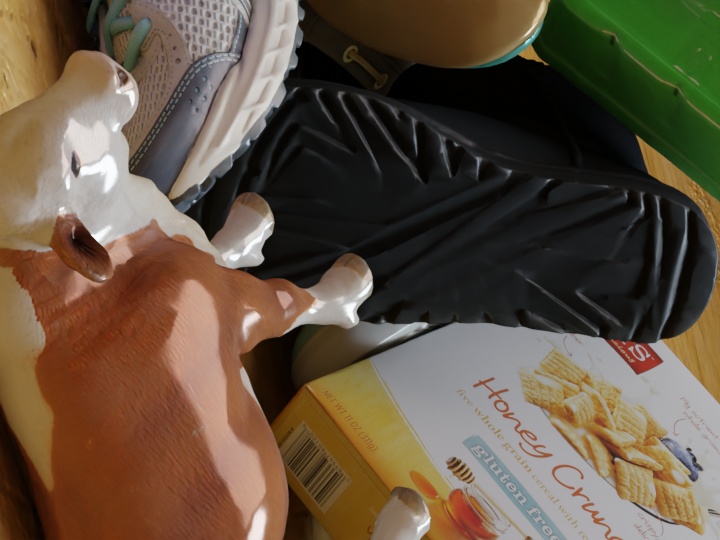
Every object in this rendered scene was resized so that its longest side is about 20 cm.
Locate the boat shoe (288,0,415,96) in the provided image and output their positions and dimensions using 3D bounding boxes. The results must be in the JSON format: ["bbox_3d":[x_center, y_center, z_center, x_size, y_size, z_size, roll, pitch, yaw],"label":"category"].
[{"bbox_3d":[-0.004,-0.091,1.074,0.072,0.060,0.202,39,-9,9],"label":"boat shoe"}]

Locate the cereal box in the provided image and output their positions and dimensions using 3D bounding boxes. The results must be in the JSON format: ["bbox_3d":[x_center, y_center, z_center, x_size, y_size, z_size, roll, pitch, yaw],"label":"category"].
[{"bbox_3d":[0.073,0.080,0.957,0.144,0.040,0.199,49,36,15],"label":"cereal box"}]

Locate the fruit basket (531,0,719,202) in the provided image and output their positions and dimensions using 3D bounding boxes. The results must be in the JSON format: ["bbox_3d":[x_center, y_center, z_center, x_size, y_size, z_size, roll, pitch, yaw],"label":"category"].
[{"bbox_3d":[0.145,-0.079,0.985,0.185,0.094,0.200,40,7,13],"label":"fruit basket"}]

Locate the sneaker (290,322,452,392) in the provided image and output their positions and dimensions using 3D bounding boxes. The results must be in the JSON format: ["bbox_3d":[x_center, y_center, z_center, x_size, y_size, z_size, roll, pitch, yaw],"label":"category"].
[{"bbox_3d":[0.000,0.000,1.029,0.082,0.074,0.200,42,19,5],"label":"sneaker"}]

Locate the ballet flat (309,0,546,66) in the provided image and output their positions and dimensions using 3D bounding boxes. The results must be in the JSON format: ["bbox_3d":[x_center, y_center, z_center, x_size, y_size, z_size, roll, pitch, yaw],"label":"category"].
[{"bbox_3d":[-0.009,-0.135,0.930,0.200,0.069,0.063,40,-14,45],"label":"ballet flat"}]

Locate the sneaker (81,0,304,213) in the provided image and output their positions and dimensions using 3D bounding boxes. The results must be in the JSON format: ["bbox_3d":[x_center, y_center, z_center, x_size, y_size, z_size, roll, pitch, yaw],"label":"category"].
[{"bbox_3d":[-0.066,-0.101,0.820,0.086,0.077,0.201,27,55,-24],"label":"sneaker"}]

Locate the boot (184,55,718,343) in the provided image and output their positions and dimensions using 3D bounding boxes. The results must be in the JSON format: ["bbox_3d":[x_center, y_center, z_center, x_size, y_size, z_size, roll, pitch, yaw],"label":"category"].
[{"bbox_3d":[0.022,-0.037,0.952,0.168,0.198,0.077,-115,-142,-71],"label":"boot"}]

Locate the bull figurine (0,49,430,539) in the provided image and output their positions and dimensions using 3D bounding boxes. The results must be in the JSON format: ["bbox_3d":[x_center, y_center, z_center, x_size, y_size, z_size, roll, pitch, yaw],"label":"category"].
[{"bbox_3d":[-0.047,0.039,0.679,0.121,0.065,0.202,-18,104,-46],"label":"bull figurine"}]
